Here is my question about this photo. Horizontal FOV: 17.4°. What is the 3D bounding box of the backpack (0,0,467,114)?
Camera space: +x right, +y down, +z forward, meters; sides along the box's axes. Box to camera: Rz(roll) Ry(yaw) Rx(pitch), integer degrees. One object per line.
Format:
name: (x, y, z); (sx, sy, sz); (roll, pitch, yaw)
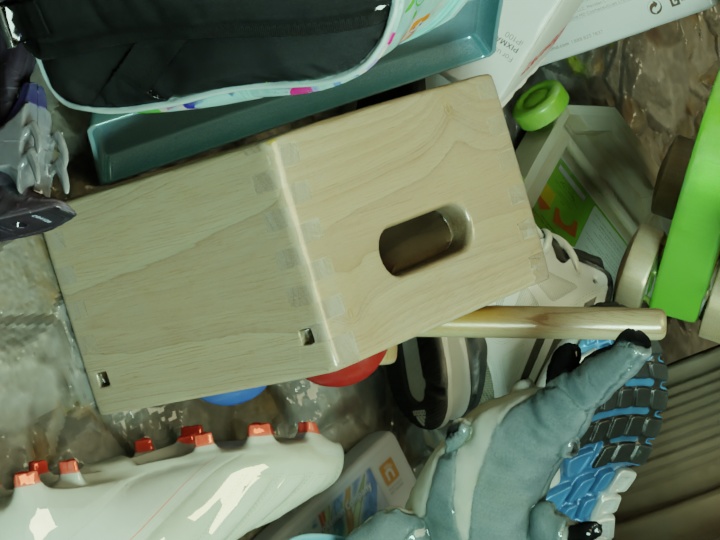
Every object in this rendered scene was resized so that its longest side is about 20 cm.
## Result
backpack: (-0.044, -0.159, 0.956); (0.150, 0.200, 0.178); (-32, 114, -46)

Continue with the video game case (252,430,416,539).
video game case: (-0.006, 0.206, 1.144); (0.200, 0.022, 0.183); (-39, 109, -43)

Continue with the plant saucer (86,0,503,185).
plant saucer: (-0.031, -0.090, 1.084); (0.199, 0.070, 0.019); (-20, 71, -8)

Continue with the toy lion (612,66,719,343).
toy lion: (0.201, -0.087, 1.249); (0.200, 0.068, 0.192); (-57, 162, -59)

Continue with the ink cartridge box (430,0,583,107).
ink cartridge box: (0.099, -0.195, 1.166); (0.083, 0.200, 0.147); (34, 23, 3)

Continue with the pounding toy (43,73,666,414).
pounding toy: (0.000, 0.000, 1.082); (0.200, 0.184, 0.143); (-20, 96, -47)

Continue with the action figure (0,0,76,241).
action figure: (-0.161, -0.115, 1.029); (0.130, 0.069, 0.201); (17, 65, -35)

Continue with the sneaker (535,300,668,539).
sneaker: (0.093, 0.097, 1.186); (0.075, 0.087, 0.201); (-5, 121, -30)

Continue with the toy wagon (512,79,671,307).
toy wagon: (0.115, -0.002, 1.309); (0.155, 0.040, 0.200); (50, 50, -25)

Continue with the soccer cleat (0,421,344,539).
soccer cleat: (-0.089, 0.114, 1.053); (0.200, 0.069, 0.078); (-10, 93, -40)

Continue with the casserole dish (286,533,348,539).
casserole dish: (0.005, 0.194, 1.116); (0.200, 0.039, 0.122); (19, 67, -42)

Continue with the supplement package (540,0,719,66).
supplement package: (0.124, -0.234, 1.299); (0.121, 0.119, 0.201); (-40, 110, -59)

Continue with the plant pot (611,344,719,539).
plant pot: (0.198, 0.087, 1.261); (0.201, 0.201, 0.093); (-16, 85, -47)

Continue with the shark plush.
shark plush: (0.080, 0.099, 1.072); (0.083, 0.200, 0.091); (47, 25, 20)

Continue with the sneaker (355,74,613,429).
sneaker: (0.064, -0.024, 1.214); (0.115, 0.076, 0.201); (-7, 90, -29)
